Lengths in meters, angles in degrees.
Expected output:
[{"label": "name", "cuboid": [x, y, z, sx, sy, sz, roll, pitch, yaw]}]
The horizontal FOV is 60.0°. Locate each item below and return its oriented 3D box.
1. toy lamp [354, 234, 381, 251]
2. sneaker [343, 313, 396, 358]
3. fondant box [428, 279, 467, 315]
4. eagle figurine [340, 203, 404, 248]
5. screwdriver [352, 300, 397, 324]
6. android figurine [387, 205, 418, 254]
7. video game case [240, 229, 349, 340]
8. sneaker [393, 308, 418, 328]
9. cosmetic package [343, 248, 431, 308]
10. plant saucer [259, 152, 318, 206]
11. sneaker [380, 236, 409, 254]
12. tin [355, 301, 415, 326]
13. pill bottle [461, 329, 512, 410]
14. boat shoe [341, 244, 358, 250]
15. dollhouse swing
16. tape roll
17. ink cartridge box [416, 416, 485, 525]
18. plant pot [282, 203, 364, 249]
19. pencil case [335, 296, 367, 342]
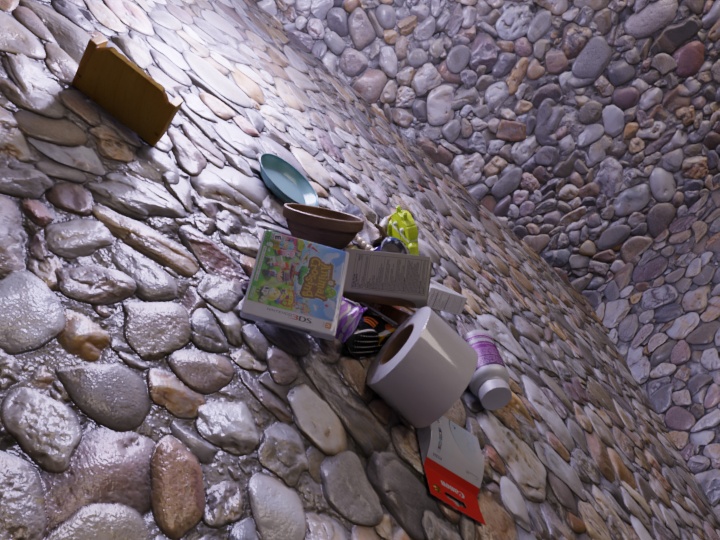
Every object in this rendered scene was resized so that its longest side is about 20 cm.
[{"label": "toy lamp", "cuboid": [0.010, -0.071, 1.671, 0.200, 0.059, 0.058, 42, 18, 31]}, {"label": "sneaker", "cuboid": [0.005, 0.134, 1.365, 0.090, 0.071, 0.199, 38, 17, 27]}, {"label": "fondant box", "cuboid": [0.190, 0.061, 1.750, 0.143, 0.059, 0.198, 29, 7, 39]}, {"label": "eagle figurine", "cuboid": [0.038, -0.106, 1.791, 0.199, 0.149, 0.155, 25, -45, 52]}, {"label": "screwdriver", "cuboid": [0.002, 0.073, 1.418, 0.198, 0.028, 0.029, 31, 0, 26]}, {"label": "android figurine", "cuboid": [0.126, -0.087, 1.805, 0.040, 0.204, 0.183, -15, 35, -15]}, {"label": "video game case", "cuboid": [-0.120, 0.024, 1.191, 0.178, 0.022, 0.203, 15, 51, -7]}, {"label": "sneaker", "cuboid": [0.141, 0.138, 1.571, 0.114, 0.075, 0.202, 36, 25, -23]}, {"label": "cosmetic package", "cuboid": [0.056, 0.019, 1.385, 0.195, 0.108, 0.071, 7, -18, 10]}, {"label": "plant saucer", "cuboid": [-0.197, -0.230, 1.665, 0.199, 0.036, 0.201, 37, 24, -19]}, {"label": "sneaker", "cuboid": [0.074, 0.010, 1.552, 0.075, 0.203, 0.086, 12, 42, 11]}, {"label": "tin", "cuboid": [0.054, 0.082, 1.470, 0.198, 0.043, 0.111, 28, 11, 29]}, {"label": "pill bottle", "cuboid": [0.326, 0.262, 1.636, 0.111, 0.112, 0.202, 31, 25, -28]}, {"label": "boat shoe", "cuboid": [0.000, 0.000, 1.545, 0.066, 0.072, 0.200, 62, 12, 24]}, {"label": "dollhouse swing", "cuboid": [-0.469, -0.405, 1.330, 0.199, 0.181, 0.178, 37, 43, -16]}, {"label": "tape roll", "cuboid": [0.124, 0.195, 1.273, 0.139, 0.203, 0.203, 41, 22, -7]}, {"label": "ink cartridge box", "cuboid": [0.190, 0.388, 1.258, 0.159, 0.047, 0.201, 36, 22, -23]}, {"label": "plant pot", "cuboid": [-0.093, -0.094, 1.485, 0.196, 0.095, 0.201, 11, 12, -2]}, {"label": "pencil case", "cuboid": [-0.084, 0.060, 1.240, 0.197, 0.087, 0.084, 31, 22, 6]}]
